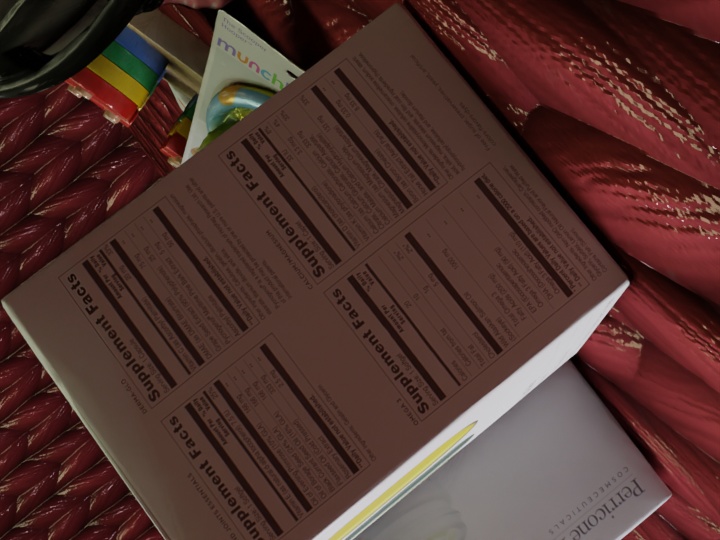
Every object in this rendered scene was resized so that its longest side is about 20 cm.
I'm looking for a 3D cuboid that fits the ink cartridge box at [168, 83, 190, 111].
[{"bbox_3d":[-0.097,-0.085,1.129,0.163,0.050,0.200,52,169,13],"label":"ink cartridge box"}]

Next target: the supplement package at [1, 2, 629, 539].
[{"bbox_3d":[-0.016,0.026,0.555,0.151,0.199,0.152,51,172,12],"label":"supplement package"}]

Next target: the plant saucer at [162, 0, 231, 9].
[{"bbox_3d":[-0.149,-0.237,0.763,0.201,0.051,0.201,51,172,10],"label":"plant saucer"}]

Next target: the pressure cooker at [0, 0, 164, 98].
[{"bbox_3d":[-0.166,-0.190,0.593,0.201,0.177,0.176,56,162,9],"label":"pressure cooker"}]

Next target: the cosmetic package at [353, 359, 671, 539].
[{"bbox_3d":[0.020,0.102,0.683,0.201,0.198,0.123,52,173,5],"label":"cosmetic package"}]

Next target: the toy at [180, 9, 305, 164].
[{"bbox_3d":[-0.058,-0.051,0.740,0.114,0.047,0.200,33,155,1],"label":"toy"}]

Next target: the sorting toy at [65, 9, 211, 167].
[{"bbox_3d":[-0.134,-0.120,0.878,0.198,0.070,0.200,35,178,-12],"label":"sorting toy"}]
